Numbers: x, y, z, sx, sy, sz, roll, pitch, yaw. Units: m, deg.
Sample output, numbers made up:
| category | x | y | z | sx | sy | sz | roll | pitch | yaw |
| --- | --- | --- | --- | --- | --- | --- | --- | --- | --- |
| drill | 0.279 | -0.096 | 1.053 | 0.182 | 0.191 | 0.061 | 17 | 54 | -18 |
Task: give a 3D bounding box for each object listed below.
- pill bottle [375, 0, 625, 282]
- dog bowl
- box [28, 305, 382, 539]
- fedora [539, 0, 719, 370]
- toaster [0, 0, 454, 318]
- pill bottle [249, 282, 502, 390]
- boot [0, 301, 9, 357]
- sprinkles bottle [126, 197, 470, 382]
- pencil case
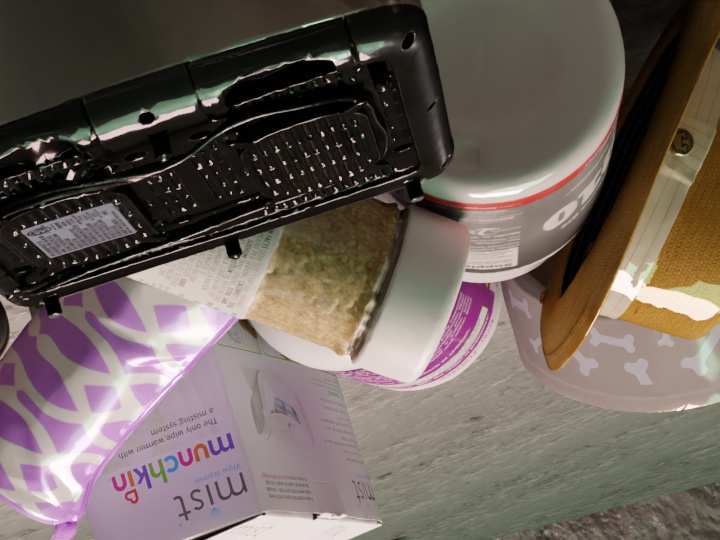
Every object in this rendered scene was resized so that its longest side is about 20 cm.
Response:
| category | x | y | z | sx | sy | sz | roll | pitch | yaw |
| --- | --- | --- | --- | --- | --- | --- | --- | --- | --- |
| pill bottle | 0.053 | -0.062 | 0.954 | 0.114 | 0.114 | 0.200 | -17 | 167 | 0 |
| dog bowl | 0.163 | -0.018 | 1.155 | 0.200 | 0.200 | 0.059 | -19 | 128 | 8 |
| box | -0.079 | 0.066 | 1.174 | 0.097 | 0.177 | 0.200 | -21 | 167 | 14 |
| fedora | 0.154 | -0.034 | 1.033 | 0.082 | 0.201 | 0.201 | 24 | 161 | -2 |
| toaster | -0.072 | -0.074 | 0.727 | 0.181 | 0.119 | 0.200 | -19 | 168 | 2 |
| pill bottle | 0.000 | 0.000 | 1.145 | 0.112 | 0.112 | 0.200 | -20 | 167 | 13 |
| boot | -0.179 | -0.009 | 1.004 | 0.200 | 0.073 | 0.182 | -34 | 162 | 33 |
| sprinkles bottle | -0.059 | -0.020 | 0.867 | 0.200 | 0.068 | 0.068 | 20 | 160 | -6 |
| pencil case | -0.106 | 0.031 | 1.034 | 0.200 | 0.085 | 0.084 | -47 | 176 | 15 |
